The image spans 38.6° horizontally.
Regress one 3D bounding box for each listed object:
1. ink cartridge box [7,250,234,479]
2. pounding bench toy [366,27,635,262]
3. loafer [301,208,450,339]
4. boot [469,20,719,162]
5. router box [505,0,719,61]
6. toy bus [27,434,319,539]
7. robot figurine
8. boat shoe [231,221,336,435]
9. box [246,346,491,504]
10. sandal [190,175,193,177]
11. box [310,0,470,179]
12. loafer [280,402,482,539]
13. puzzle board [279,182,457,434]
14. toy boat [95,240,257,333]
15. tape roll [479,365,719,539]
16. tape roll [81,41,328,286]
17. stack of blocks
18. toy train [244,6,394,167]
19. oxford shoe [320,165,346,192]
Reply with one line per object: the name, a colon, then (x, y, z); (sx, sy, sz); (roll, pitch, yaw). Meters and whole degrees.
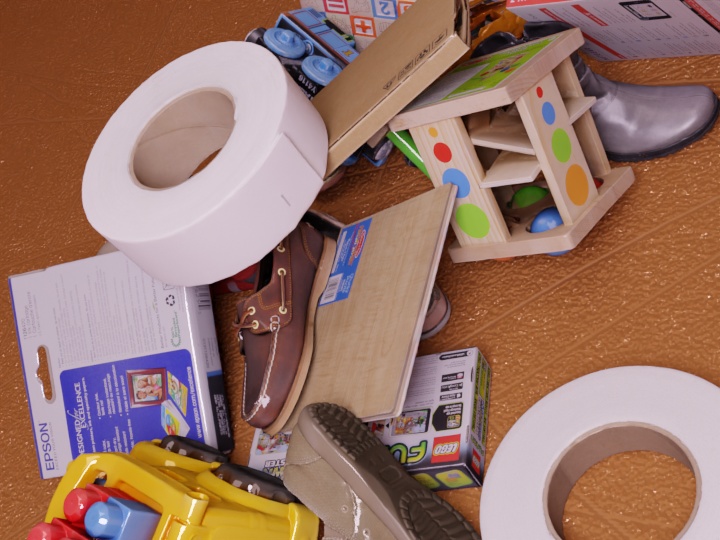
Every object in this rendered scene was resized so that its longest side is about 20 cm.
ink cartridge box: (-0.222, 0.083, 0.946); (0.199, 0.047, 0.198); (-11, 87, 27)
pounding bench toy: (0.105, -0.090, 0.880); (0.200, 0.156, 0.124); (-6, 26, 45)
loafer: (0.000, 0.000, 0.941); (0.072, 0.063, 0.200); (-45, 41, -11)
boot: (0.202, -0.161, 0.903); (0.199, 0.132, 0.070); (-6, 48, 30)
router box: (0.252, -0.232, 0.893); (0.179, 0.200, 0.049); (4, 89, 36)
toy bus: (-0.163, 0.192, 0.753); (0.200, 0.192, 0.136); (15, 83, 44)
robot figurine: (0.101, -0.188, 1.002); (0.200, 0.145, 0.058); (-30, 34, -8)
boat shoe: (-0.077, 0.041, 0.879); (0.070, 0.070, 0.201); (-35, 35, 45)
box: (0.004, 0.130, 0.836); (0.199, 0.035, 0.110); (-11, 46, 26)
sandal: (-0.137, -0.067, 0.927); (0.075, 0.045, 0.200); (-6, 23, -17)
box: (0.015, -0.163, 0.882); (0.200, 0.021, 0.164); (-39, 23, 27)
loafer: (0.018, 0.181, 0.726); (0.200, 0.076, 0.068); (48, 116, 25)
puzzle board: (0.008, 0.034, 0.836); (0.151, 0.017, 0.201); (-20, 46, 50)
toy boat: (-0.169, 0.027, 1.008); (0.199, 0.130, 0.131); (-9, 76, 27)
tape roll: (0.178, 0.157, 0.691); (0.202, 0.037, 0.203); (-18, 44, 19)
tape roll: (-0.127, -0.089, 0.841); (0.202, 0.071, 0.203); (-17, 50, 22)
stack of blocks: (0.041, -0.272, 1.130); (0.199, 0.115, 0.059); (11, 57, 19)
toy train: (-0.030, -0.192, 1.077); (0.200, 0.087, 0.114); (41, 40, 14)
oxford shoe: (-0.072, -0.155, 1.129); (0.071, 0.074, 0.200); (-34, 41, 2)
